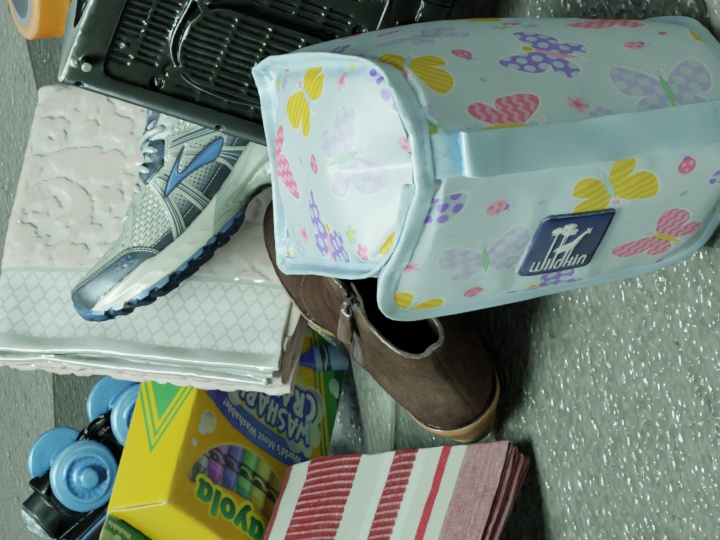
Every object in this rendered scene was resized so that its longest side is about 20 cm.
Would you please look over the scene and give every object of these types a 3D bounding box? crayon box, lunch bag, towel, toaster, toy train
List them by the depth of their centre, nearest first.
[{"bbox_3d":[0.062,-0.050,1.107,0.200,0.169,0.128,-176,78,-68],"label":"lunch bag"},{"bbox_3d":[-0.037,-0.164,1.249,0.119,0.199,0.182,-104,34,-58],"label":"toaster"},{"bbox_3d":[0.005,0.168,1.380,0.199,0.023,0.145,-10,54,51],"label":"towel"},{"bbox_3d":[-0.117,-0.025,1.481,0.032,0.199,0.192,64,-146,-61],"label":"towel"},{"bbox_3d":[-0.079,0.111,1.495,0.051,0.126,0.201,-12,52,36],"label":"crayon box"},{"bbox_3d":[-0.128,0.117,1.633,0.114,0.200,0.087,49,167,-18],"label":"toy train"}]

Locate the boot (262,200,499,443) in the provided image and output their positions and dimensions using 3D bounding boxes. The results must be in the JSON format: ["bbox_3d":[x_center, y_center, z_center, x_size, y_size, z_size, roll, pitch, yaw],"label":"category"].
[{"bbox_3d":[0.000,0.000,1.334,0.200,0.072,0.166,47,176,26],"label":"boot"}]

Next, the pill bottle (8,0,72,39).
[{"bbox_3d":[-0.101,-0.180,1.420,0.106,0.199,0.107,169,90,-68],"label":"pill bottle"}]

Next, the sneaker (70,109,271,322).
[{"bbox_3d":[-0.098,-0.055,1.413,0.085,0.200,0.077,45,172,2],"label":"sneaker"}]
